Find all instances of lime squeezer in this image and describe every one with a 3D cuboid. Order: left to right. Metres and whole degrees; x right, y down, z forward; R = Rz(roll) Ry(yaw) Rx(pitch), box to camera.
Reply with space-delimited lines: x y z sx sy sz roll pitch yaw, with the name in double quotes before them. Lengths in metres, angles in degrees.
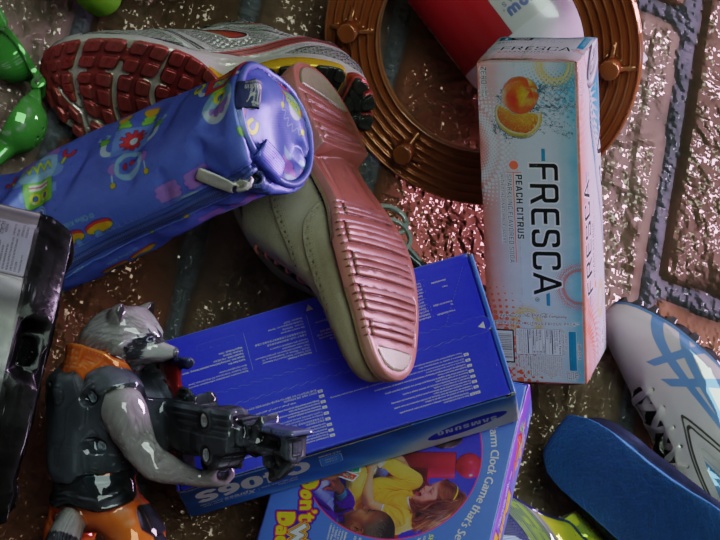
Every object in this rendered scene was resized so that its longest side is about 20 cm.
"lime squeezer" -0.218 -0.108 1.533 0.070 0.038 0.202 -4 72 10

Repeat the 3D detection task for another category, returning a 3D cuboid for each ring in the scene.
"ring" 0.072 -0.135 1.581 0.200 0.200 0.019 45 25 -3

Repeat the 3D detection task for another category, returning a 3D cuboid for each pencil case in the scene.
"pencil case" -0.121 -0.047 1.456 0.078 0.199 0.087 53 26 -31

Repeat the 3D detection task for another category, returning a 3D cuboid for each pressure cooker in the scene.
"pressure cooker" -0.262 0.033 1.374 0.198 0.176 0.180 13 89 -8

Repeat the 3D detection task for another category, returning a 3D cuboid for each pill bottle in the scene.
"pill bottle" 0.087 -0.186 1.635 0.112 0.112 0.200 -37 88 -28

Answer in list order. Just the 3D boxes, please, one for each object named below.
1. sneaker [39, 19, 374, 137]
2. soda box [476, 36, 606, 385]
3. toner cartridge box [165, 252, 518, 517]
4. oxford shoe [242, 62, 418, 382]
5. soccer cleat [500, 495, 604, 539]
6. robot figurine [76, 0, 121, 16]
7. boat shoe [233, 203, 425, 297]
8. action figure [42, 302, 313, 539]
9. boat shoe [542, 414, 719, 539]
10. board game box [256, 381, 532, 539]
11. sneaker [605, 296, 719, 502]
"sneaker" -0.094 -0.110 1.565 0.198 0.078 0.082 6 26 -9
"soda box" 0.110 -0.036 1.556 0.063 0.068 0.202 2 108 15
"toner cartridge box" -0.017 0.065 1.491 0.198 0.043 0.096 -16 64 -1
"oxford shoe" -0.023 -0.017 1.485 0.071 0.074 0.201 24 42 -52
"soccer cleat" 0.141 0.187 1.559 0.199 0.065 0.084 30 51 -13
"robot figurine" -0.144 -0.246 1.558 0.198 0.116 0.177 13 76 -18
"boat shoe" 0.000 0.000 1.564 0.075 0.062 0.200 -38 89 -26
"action figure" -0.123 0.111 1.397 0.104 0.199 0.195 9 80 -41
"boat shoe" 0.197 0.155 1.550 0.200 0.084 0.069 52 17 27
"board game box" 0.012 0.152 1.495 0.133 0.045 0.201 11 66 11
"sneaker" 0.205 0.107 1.610 0.072 0.072 0.201 -30 82 -21
